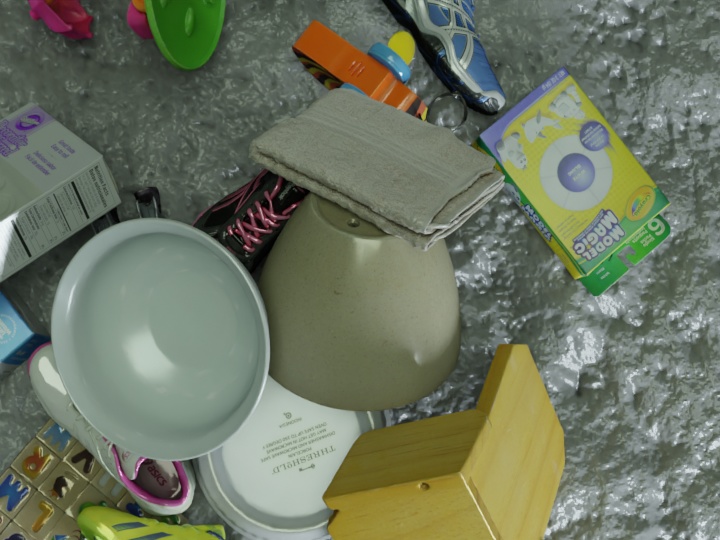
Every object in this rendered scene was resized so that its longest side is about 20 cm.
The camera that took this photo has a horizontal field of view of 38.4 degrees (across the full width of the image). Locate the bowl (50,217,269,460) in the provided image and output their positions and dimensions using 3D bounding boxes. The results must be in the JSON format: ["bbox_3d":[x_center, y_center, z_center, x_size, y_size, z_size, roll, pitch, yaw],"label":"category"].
[{"bbox_3d":[-0.157,0.051,0.887,0.197,0.090,0.206,3,101,15],"label":"bowl"}]

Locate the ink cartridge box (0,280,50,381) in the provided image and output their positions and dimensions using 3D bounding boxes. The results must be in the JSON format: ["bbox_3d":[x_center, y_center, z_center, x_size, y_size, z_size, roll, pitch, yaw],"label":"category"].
[{"bbox_3d":[-0.406,0.082,0.959,0.199,0.067,0.116,-41,88,-7],"label":"ink cartridge box"}]

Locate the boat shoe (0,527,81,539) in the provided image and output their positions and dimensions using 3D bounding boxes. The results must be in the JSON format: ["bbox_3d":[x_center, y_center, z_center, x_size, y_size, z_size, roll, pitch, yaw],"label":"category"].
[{"bbox_3d":[-0.335,0.256,0.947,0.195,0.065,0.074,4,84,-4],"label":"boat shoe"}]

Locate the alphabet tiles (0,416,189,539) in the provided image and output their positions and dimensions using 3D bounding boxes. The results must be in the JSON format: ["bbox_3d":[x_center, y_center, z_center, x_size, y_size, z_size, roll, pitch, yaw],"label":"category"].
[{"bbox_3d":[-0.258,0.233,0.946,0.166,0.006,0.201,43,66,-12],"label":"alphabet tiles"}]

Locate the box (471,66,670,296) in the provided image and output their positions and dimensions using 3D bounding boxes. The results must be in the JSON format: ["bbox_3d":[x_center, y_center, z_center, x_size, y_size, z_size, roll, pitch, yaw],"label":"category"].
[{"bbox_3d":[0.216,-0.085,1.030,0.117,0.048,0.201,-38,90,-6],"label":"box"}]

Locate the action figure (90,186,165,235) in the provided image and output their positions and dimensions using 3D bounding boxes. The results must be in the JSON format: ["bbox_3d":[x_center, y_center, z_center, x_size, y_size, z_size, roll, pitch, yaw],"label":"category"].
[{"bbox_3d":[-0.199,0.028,0.980,0.128,0.069,0.204,-18,89,-11],"label":"action figure"}]

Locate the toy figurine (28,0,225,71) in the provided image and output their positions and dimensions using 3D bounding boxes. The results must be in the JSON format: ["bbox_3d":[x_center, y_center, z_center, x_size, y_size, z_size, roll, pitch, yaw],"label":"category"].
[{"bbox_3d":[-0.234,-0.292,0.973,0.180,0.150,0.204,5,78,19],"label":"toy figurine"}]

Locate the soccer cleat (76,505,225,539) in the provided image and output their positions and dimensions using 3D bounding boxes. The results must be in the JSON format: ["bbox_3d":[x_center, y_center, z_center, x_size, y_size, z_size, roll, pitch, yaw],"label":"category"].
[{"bbox_3d":[-0.168,0.260,0.946,0.199,0.064,0.085,37,65,-18],"label":"soccer cleat"}]

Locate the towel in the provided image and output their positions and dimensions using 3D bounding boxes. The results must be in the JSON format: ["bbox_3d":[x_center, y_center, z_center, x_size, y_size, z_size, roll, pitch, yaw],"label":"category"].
[{"bbox_3d":[0.015,-0.094,0.883,0.198,0.035,0.132,27,42,24],"label":"towel"}]

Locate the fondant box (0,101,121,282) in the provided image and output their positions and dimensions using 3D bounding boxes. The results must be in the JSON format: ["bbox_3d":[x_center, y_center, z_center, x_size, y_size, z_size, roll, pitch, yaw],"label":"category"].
[{"bbox_3d":[-0.335,-0.056,0.919,0.199,0.059,0.143,-37,47,-24],"label":"fondant box"}]

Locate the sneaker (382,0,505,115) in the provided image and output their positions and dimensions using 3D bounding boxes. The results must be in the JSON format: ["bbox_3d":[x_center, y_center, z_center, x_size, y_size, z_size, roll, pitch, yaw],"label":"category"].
[{"bbox_3d":[0.088,-0.246,1.021,0.076,0.076,0.202,-34,89,-2],"label":"sneaker"}]

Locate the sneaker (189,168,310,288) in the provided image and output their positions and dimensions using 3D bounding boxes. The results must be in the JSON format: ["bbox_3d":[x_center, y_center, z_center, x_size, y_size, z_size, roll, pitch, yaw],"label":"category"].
[{"bbox_3d":[-0.089,-0.055,0.958,0.079,0.095,0.200,46,66,-9],"label":"sneaker"}]

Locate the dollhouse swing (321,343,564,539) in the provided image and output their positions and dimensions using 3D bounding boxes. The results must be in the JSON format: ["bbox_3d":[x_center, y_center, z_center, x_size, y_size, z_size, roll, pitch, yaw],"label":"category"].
[{"bbox_3d":[0.086,0.189,0.950,0.178,0.178,0.202,-14,127,21],"label":"dollhouse swing"}]

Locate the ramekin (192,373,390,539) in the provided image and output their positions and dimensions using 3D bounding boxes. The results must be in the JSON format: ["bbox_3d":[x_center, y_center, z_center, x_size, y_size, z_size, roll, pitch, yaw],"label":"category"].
[{"bbox_3d":[-0.064,0.157,0.962,0.198,0.094,0.207,0,84,-4],"label":"ramekin"}]

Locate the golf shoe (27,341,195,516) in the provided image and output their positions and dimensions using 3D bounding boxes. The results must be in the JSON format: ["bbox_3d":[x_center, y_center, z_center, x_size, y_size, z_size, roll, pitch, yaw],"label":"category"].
[{"bbox_3d":[-0.218,0.140,0.927,0.200,0.091,0.075,46,74,-9],"label":"golf shoe"}]

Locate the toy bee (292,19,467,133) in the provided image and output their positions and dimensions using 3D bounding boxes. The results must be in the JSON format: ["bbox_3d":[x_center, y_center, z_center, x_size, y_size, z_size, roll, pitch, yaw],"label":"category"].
[{"bbox_3d":[0.020,-0.158,1.007,0.130,0.109,0.202,-32,62,2],"label":"toy bee"}]

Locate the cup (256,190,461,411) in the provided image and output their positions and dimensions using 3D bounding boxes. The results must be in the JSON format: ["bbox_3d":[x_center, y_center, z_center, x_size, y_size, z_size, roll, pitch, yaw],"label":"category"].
[{"bbox_3d":[0.000,0.000,0.908,0.196,0.202,0.145,2,129,-4],"label":"cup"}]
